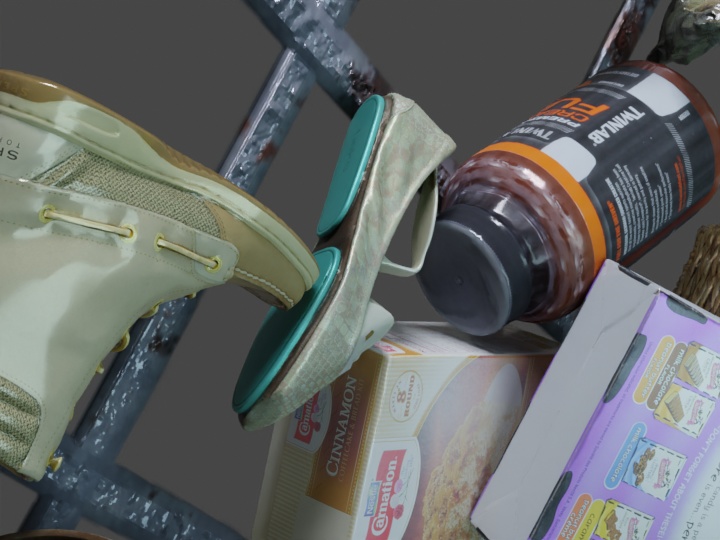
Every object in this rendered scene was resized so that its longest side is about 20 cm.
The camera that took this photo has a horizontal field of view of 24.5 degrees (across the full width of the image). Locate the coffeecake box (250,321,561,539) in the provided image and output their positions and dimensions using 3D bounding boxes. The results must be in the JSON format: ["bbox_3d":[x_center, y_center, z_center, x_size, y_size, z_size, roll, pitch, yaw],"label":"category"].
[{"bbox_3d":[0.037,0.112,0.949,0.199,0.073,0.155,3,102,-50],"label":"coffeecake box"}]

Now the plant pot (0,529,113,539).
[{"bbox_3d":[-0.120,0.242,0.747,0.188,0.186,0.201,-56,153,-20],"label":"plant pot"}]

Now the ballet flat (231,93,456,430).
[{"bbox_3d":[0.000,0.000,0.843,0.062,0.067,0.202,31,67,-19],"label":"ballet flat"}]

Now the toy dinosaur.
[{"bbox_3d":[0.207,-0.156,1.017,0.089,0.047,0.200,-59,177,-8],"label":"toy dinosaur"}]

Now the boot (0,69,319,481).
[{"bbox_3d":[-0.112,0.021,0.735,0.199,0.072,0.157,32,78,-49],"label":"boot"}]

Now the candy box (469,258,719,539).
[{"bbox_3d":[0.188,0.115,0.927,0.199,0.072,0.169,26,96,-23],"label":"candy box"}]

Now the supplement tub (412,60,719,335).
[{"bbox_3d":[0.119,-0.040,0.965,0.199,0.106,0.108,-34,128,-37],"label":"supplement tub"}]

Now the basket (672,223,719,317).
[{"bbox_3d":[0.287,0.077,1.140,0.142,0.149,0.202,30,77,-16],"label":"basket"}]
